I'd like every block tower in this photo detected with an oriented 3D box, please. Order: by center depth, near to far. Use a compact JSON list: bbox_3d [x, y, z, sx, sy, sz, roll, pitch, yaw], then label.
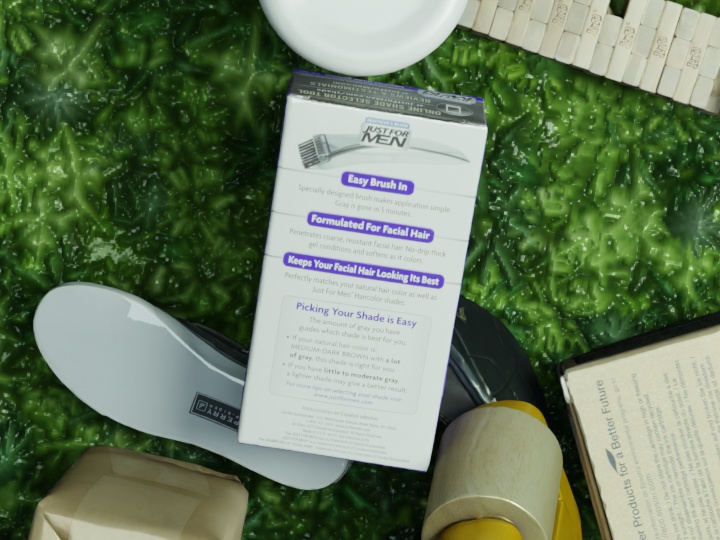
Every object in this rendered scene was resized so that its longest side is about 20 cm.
[{"bbox_3d":[0.145,-0.135,1.643,0.199,0.058,0.054,18,93,0],"label":"block tower"}]

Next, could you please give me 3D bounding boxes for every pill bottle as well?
[{"bbox_3d":[0.000,-0.163,1.568,0.115,0.200,0.116,0,94,-2],"label":"pill bottle"}]

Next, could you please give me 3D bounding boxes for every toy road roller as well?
[{"bbox_3d":[0.053,0.182,1.612,0.145,0.123,0.200,-8,123,16],"label":"toy road roller"}]

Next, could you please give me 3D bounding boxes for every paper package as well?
[{"bbox_3d":[-0.135,0.208,1.586,0.103,0.200,0.191,14,94,0],"label":"paper package"}]

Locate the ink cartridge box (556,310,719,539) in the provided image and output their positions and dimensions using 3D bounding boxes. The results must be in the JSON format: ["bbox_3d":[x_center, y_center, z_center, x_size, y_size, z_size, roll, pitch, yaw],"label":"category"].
[{"bbox_3d":[0.216,0.126,1.650,0.164,0.075,0.201,-15,94,2],"label":"ink cartridge box"}]

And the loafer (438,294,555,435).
[{"bbox_3d":[0.040,0.048,1.656,0.072,0.073,0.200,-32,96,27],"label":"loafer"}]

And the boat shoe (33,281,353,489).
[{"bbox_3d":[-0.094,0.065,1.655,0.200,0.057,0.069,28,102,-2],"label":"boat shoe"}]

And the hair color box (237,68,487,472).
[{"bbox_3d":[0.000,0.000,1.568,0.109,0.065,0.201,9,109,-2],"label":"hair color box"}]
